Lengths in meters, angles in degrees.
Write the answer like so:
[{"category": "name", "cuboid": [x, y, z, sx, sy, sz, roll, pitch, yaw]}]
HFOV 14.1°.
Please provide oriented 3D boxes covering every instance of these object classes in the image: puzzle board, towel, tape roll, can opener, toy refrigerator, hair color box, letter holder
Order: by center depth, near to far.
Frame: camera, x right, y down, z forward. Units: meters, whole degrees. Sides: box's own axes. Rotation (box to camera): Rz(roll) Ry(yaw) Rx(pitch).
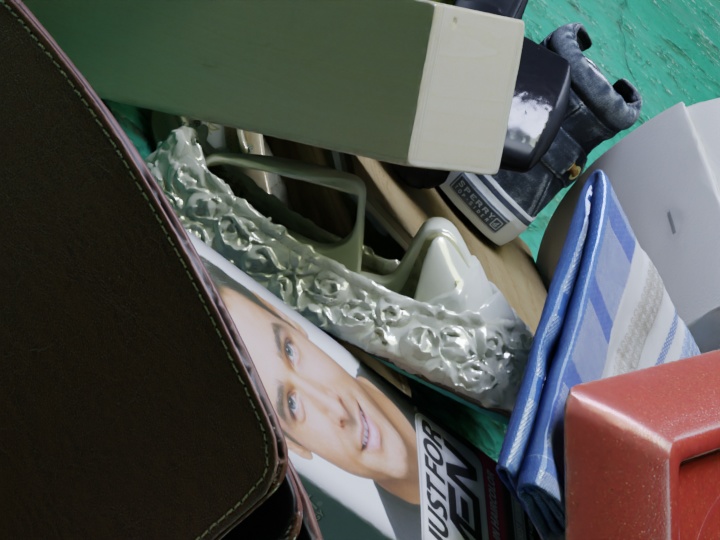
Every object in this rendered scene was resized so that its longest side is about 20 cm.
[{"category": "letter holder", "cuboid": [-0.087, 0.022, 0.954, 0.100, 0.142, 0.200, 6, 47, -57]}, {"category": "hair color box", "cuboid": [-0.017, 0.080, 1.091, 0.200, 0.061, 0.099, 37, 26, -23]}, {"category": "towel", "cuboid": [0.111, 0.075, 1.164, 0.200, 0.024, 0.147, 57, 42, -47]}, {"category": "toy refrigerator", "cuboid": [-0.041, -0.092, 1.168, 0.199, 0.070, 0.076, 13, 6, 31]}, {"category": "puzzle board", "cuboid": [0.034, -0.019, 1.272, 0.151, 0.017, 0.200, 45, 11, -20]}, {"category": "can opener", "cuboid": [0.054, -0.102, 1.279, 0.078, 0.064, 0.200, 25, 38, -6]}, {"category": "tape roll", "cuboid": [0.188, 0.038, 1.339, 0.202, 0.203, 0.139, 33, 27, -31]}]

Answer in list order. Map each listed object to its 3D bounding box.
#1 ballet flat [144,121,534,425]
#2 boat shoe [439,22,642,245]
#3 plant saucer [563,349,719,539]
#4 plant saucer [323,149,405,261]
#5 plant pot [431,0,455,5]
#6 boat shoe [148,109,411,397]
[{"category": "ballet flat", "cuboid": [0.000, 0.000, 1.140, 0.199, 0.072, 0.072, 24, 26, -3]}, {"category": "boat shoe", "cuboid": [0.085, -0.072, 1.364, 0.071, 0.091, 0.200, 47, 10, -9]}, {"category": "plant saucer", "cuboid": [0.137, 0.136, 1.151, 0.200, 0.037, 0.201, -8, 97, -61]}, {"category": "plant saucer", "cuboid": [-0.009, -0.080, 1.397, 0.200, 0.031, 0.200, 38, 24, -21]}, {"category": "plant pot", "cuboid": [-0.007, -0.224, 1.365, 0.198, 0.182, 0.200, 31, 19, 7]}, {"category": "boat shoe", "cuboid": [-0.025, -0.016, 1.225, 0.073, 0.063, 0.201, 21, 35, -47]}]
